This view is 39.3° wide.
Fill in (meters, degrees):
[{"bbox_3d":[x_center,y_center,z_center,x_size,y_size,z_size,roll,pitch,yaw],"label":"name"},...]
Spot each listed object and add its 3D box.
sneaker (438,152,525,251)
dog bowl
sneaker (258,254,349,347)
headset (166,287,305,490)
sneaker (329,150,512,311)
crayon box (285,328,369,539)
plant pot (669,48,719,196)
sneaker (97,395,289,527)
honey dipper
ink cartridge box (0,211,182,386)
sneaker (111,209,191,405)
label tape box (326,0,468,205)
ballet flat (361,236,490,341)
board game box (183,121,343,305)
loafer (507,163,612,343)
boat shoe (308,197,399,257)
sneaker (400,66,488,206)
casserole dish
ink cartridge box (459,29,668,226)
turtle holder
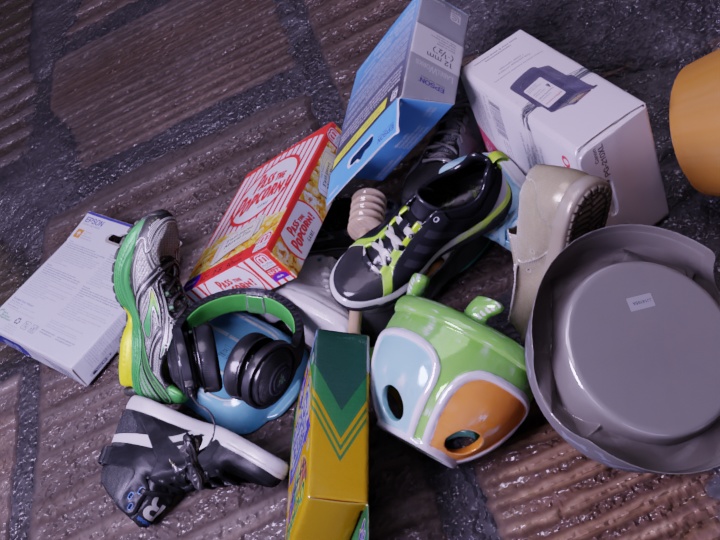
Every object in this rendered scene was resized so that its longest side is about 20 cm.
[{"bbox_3d":[0.143,-0.044,0.971,0.082,0.074,0.200,-10,38,-29],"label":"sneaker"},{"bbox_3d":[0.221,0.066,0.790,0.199,0.059,0.201,4,66,-9],"label":"dog bowl"},{"bbox_3d":[-0.047,0.022,1.034,0.088,0.075,0.200,-38,32,-19],"label":"sneaker"},{"bbox_3d":[-0.121,0.098,0.920,0.123,0.094,0.200,6,38,11],"label":"headset"},{"bbox_3d":[0.048,-0.045,0.912,0.200,0.083,0.072,-37,58,-3],"label":"sneaker"},{"bbox_3d":[-0.029,0.166,0.850,0.051,0.126,0.201,8,46,-9],"label":"crayon box"},{"bbox_3d":[0.383,-0.139,0.880,0.183,0.200,0.201,-8,44,46],"label":"plant pot"},{"bbox_3d":[-0.164,0.199,0.953,0.199,0.073,0.112,13,70,35],"label":"sneaker"},{"bbox_3d":[0.000,0.000,0.971,0.038,0.038,0.201,-12,44,20],"label":"honey dipper"},{"bbox_3d":[-0.329,0.028,1.222,0.199,0.041,0.200,17,60,40],"label":"ink cartridge box"},{"bbox_3d":[-0.191,0.037,1.003,0.085,0.201,0.078,10,18,31],"label":"sneaker"},{"bbox_3d":[0.038,-0.165,1.028,0.143,0.066,0.201,-43,29,49],"label":"label tape box"},{"bbox_3d":[0.068,-0.013,1.013,0.068,0.069,0.200,24,64,42],"label":"ballet flat"},{"bbox_3d":[-0.095,-0.052,1.065,0.151,0.046,0.200,-26,30,40],"label":"board game box"},{"bbox_3d":[0.164,-0.016,0.870,0.075,0.201,0.068,-24,54,-26],"label":"loafer"},{"bbox_3d":[-0.038,-0.051,1.111,0.199,0.068,0.072,4,52,32],"label":"boat shoe"},{"bbox_3d":[0.091,-0.156,1.080,0.075,0.116,0.200,10,44,32],"label":"sneaker"},{"bbox_3d":[-0.142,0.093,1.056,0.200,0.039,0.121,24,66,42],"label":"casserole dish"},{"bbox_3d":[0.199,-0.126,0.989,0.084,0.145,0.200,-34,42,-6],"label":"ink cartridge box"},{"bbox_3d":[0.062,0.086,0.871,0.185,0.141,0.132,24,80,30],"label":"turtle holder"}]
